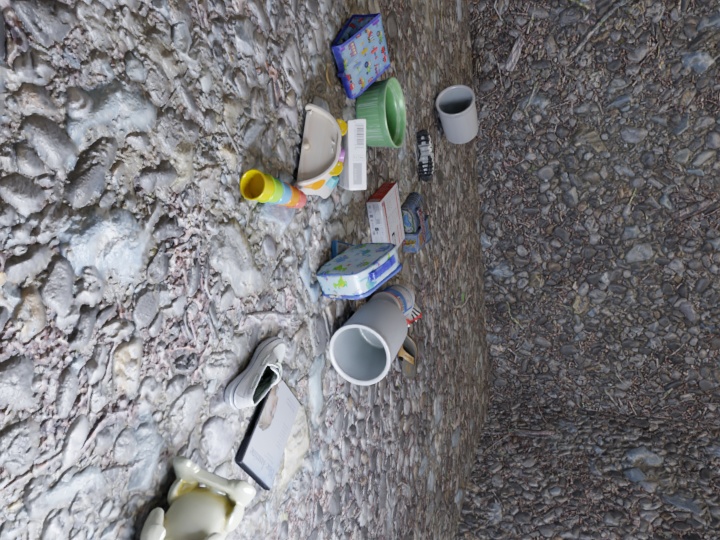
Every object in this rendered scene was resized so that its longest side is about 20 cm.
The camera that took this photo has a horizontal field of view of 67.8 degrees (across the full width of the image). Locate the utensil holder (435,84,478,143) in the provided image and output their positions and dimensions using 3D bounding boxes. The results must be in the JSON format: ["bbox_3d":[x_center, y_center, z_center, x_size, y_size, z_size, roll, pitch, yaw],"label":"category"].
[{"bbox_3d":[0.437,-0.691,2.393,0.200,0.168,0.172,57,40,-57],"label":"utensil holder"}]

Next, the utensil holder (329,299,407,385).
[{"bbox_3d":[0.030,0.186,1.449,0.200,0.168,0.172,-40,127,-63],"label":"utensil holder"}]

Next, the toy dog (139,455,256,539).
[{"bbox_3d":[-0.273,0.415,0.802,0.195,0.138,0.201,-60,-176,43],"label":"toy dog"}]

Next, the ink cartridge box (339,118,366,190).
[{"bbox_3d":[-0.022,-0.285,1.330,0.200,0.049,0.163,-125,-146,-77],"label":"ink cartridge box"}]

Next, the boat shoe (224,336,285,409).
[{"bbox_3d":[-0.186,0.204,1.055,0.200,0.066,0.074,-57,141,-52],"label":"boat shoe"}]

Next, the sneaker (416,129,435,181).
[{"bbox_3d":[0.268,-0.457,2.134,0.090,0.066,0.203,-25,111,-63],"label":"sneaker"}]

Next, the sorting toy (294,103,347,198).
[{"bbox_3d":[-0.083,-0.262,1.290,0.180,0.105,0.203,78,18,-76],"label":"sorting toy"}]

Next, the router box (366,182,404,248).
[{"bbox_3d":[0.084,-0.157,1.720,0.180,0.048,0.202,-53,138,-56],"label":"router box"}]

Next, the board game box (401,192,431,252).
[{"bbox_3d":[0.205,-0.161,1.998,0.200,0.061,0.202,-58,142,-53],"label":"board game box"}]

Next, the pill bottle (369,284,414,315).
[{"bbox_3d":[0.106,0.106,1.701,0.200,0.111,0.114,-21,110,-66],"label":"pill bottle"}]

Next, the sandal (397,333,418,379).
[{"bbox_3d":[0.160,0.308,1.911,0.054,0.081,0.202,-28,125,-40],"label":"sandal"}]

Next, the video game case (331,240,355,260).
[{"bbox_3d":[-0.032,-0.001,1.486,0.200,0.018,0.145,8,83,-67],"label":"video game case"}]

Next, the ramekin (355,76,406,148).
[{"bbox_3d":[0.061,-0.464,1.594,0.200,0.097,0.203,0,90,-68],"label":"ramekin"}]

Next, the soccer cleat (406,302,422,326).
[{"bbox_3d":[0.155,0.157,1.892,0.199,0.068,0.086,-18,82,-58],"label":"soccer cleat"}]

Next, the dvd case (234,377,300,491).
[{"bbox_3d":[-0.187,0.333,1.118,0.143,0.017,0.201,67,32,-45],"label":"dvd case"}]

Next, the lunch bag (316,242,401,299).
[{"bbox_3d":[0.000,0.000,1.341,0.200,0.159,0.083,-38,117,-45],"label":"lunch bag"}]

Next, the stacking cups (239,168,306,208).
[{"bbox_3d":[-0.167,-0.157,1.100,0.200,0.060,0.061,9,83,-68],"label":"stacking cups"}]

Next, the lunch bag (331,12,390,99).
[{"bbox_3d":[-0.007,-0.579,1.460,0.201,0.093,0.151,-60,147,-34],"label":"lunch bag"}]
